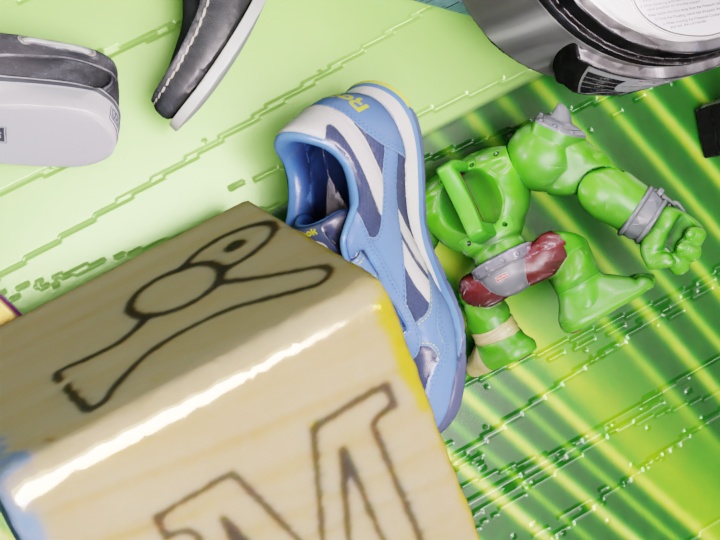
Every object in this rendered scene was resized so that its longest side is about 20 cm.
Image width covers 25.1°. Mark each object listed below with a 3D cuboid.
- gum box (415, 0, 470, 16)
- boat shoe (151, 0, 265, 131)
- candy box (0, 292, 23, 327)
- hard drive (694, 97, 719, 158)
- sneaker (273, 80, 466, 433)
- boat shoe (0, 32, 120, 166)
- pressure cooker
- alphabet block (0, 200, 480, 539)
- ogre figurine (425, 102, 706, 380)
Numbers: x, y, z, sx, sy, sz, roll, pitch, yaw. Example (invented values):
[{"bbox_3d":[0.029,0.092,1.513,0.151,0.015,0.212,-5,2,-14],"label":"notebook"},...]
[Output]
[{"bbox_3d":[0.098,-0.232,0.960,0.199,0.045,0.171,13,89,-13],"label":"gum box"},{"bbox_3d":[-0.073,-0.174,0.914,0.060,0.076,0.201,31,73,-12],"label":"boat shoe"},{"bbox_3d":[-0.292,0.058,0.876,0.136,0.061,0.200,44,82,-9],"label":"candy box"},{"bbox_3d":[0.295,-0.101,0.927,0.139,0.200,0.038,-12,92,-11],"label":"hard drive"},{"bbox_3d":[0.000,0.000,0.889,0.082,0.074,0.201,-18,95,-48],"label":"sneaker"},{"bbox_3d":[-0.230,-0.106,0.884,0.198,0.072,0.068,4,55,-11],"label":"boat shoe"},{"bbox_3d":[0.143,-0.190,0.847,0.178,0.200,0.176,36,84,-12],"label":"pressure cooker"},{"bbox_3d":[-0.078,0.107,0.829,0.199,0.195,0.197,-27,115,-15],"label":"alphabet block"},{"bbox_3d":[0.085,-0.013,0.932,0.199,0.098,0.120,-27,92,35],"label":"ogre figurine"}]
